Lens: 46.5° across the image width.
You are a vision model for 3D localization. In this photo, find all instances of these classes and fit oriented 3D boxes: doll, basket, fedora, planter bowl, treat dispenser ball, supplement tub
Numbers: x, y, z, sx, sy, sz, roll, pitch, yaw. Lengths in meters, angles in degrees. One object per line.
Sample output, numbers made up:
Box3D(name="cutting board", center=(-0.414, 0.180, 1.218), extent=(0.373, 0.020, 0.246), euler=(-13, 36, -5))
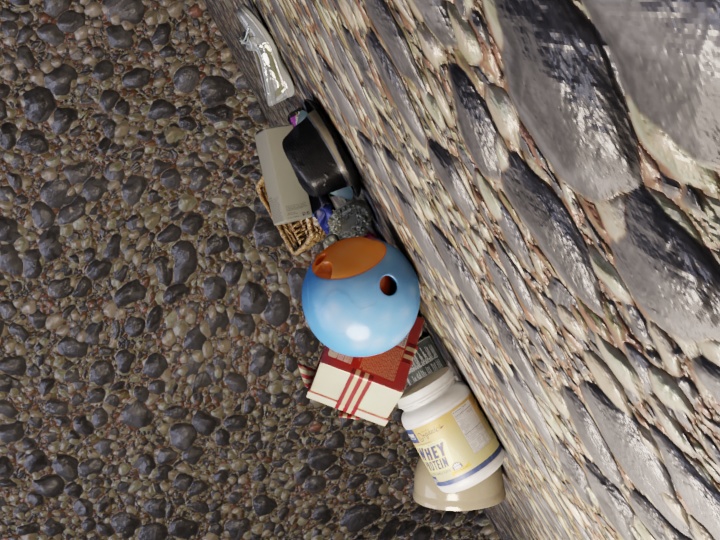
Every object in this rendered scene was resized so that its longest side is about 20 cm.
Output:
Box3D(name="doll", center=(-0.079, -0.130, 1.781), extent=(0.201, 0.048, 0.137), euler=(65, 160, 19))
Box3D(name="basket", center=(-0.146, -0.153, 1.910), extent=(0.201, 0.148, 0.143), euler=(62, -179, 4))
Box3D(name="fedora", center=(-0.079, -0.199, 1.475), extent=(0.202, 0.091, 0.201), euler=(60, 176, 6))
Box3D(name="planter bowl", center=(0.209, 0.415, 1.794), extent=(0.200, 0.198, 0.136), euler=(-152, 60, -84))
Box3D(name="treat dispenser ball", center=(0.000, 0.044, 1.404), extent=(0.202, 0.200, 0.201), euler=(60, 177, 5))
Box3D(name="supplement tub", center=(0.165, 0.298, 1.579), extent=(0.201, 0.144, 0.144), euler=(60, 177, 1))

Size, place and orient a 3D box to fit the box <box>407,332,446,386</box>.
Box3D(name="box", center=(0.152, 0.242, 1.841), extent=(0.201, 0.086, 0.164), euler=(61, 176, -4))

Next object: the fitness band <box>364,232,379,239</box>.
Box3D(name="fitness band", center=(0.000, 0.000, 1.647), extent=(0.037, 0.144, 0.200), euler=(29, -171, -23))

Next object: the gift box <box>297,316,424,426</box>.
Box3D(name="gift box", center=(-0.004, 0.158, 1.565), extent=(0.199, 0.185, 0.187), euler=(24, 148, 3))

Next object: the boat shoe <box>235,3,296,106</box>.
Box3D(name="boat shoe", center=(-0.192, -0.414, 1.618), extent=(0.203, 0.064, 0.075), euler=(63, 176, -37))

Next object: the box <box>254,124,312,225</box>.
Box3D(name="box", center=(-0.165, -0.202, 1.791), extent=(0.082, 0.068, 0.202), euler=(-5, 97, 64))

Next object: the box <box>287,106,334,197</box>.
Box3D(name="box", center=(-0.097, -0.254, 1.833), extent=(0.201, 0.036, 0.143), euler=(59, 177, -6))

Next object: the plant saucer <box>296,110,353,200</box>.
Box3D(name="plant saucer", center=(-0.083, -0.219, 1.663), extent=(0.202, 0.039, 0.201), euler=(56, 169, 17))

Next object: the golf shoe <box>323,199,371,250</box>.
Box3D(name="golf shoe", center=(-0.021, -0.103, 1.616), extent=(0.078, 0.098, 0.200), euler=(24, 154, -8))
